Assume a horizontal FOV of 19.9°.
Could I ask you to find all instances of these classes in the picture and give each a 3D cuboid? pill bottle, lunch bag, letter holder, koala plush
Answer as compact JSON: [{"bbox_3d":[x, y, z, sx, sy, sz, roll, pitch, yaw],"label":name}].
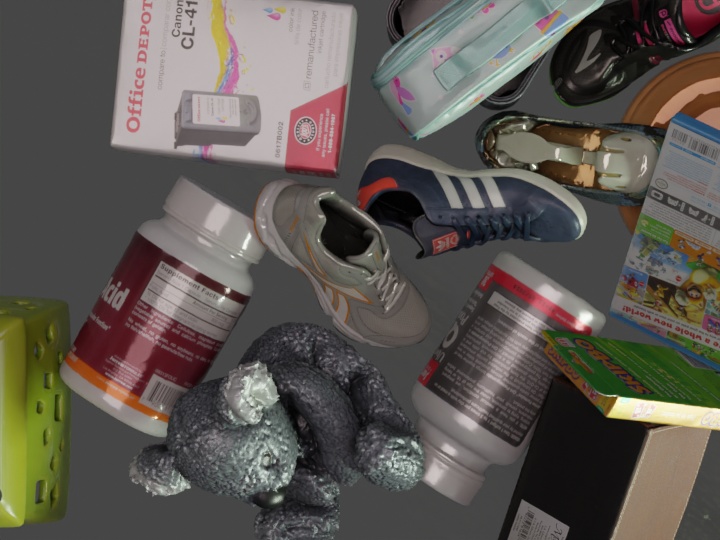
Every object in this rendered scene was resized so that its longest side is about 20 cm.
[{"bbox_3d":[0.112,0.094,1.741,0.110,0.111,0.201,33,92,1],"label":"pill bottle"},{"bbox_3d":[0.101,-0.187,1.619,0.199,0.160,0.077,-38,90,3],"label":"lunch bag"},{"bbox_3d":[0.206,0.198,1.745,0.100,0.142,0.202,26,106,32],"label":"letter holder"},{"bbox_3d":[-0.162,0.029,1.746,0.114,0.114,0.201,30,92,1],"label":"pill bottle"},{"bbox_3d":[-0.086,0.132,1.683,0.177,0.199,0.185,-39,68,33],"label":"koala plush"}]

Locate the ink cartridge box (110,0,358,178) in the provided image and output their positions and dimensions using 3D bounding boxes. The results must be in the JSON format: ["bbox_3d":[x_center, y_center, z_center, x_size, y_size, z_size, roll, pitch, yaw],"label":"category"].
[{"bbox_3d":[-0.107,-0.163,1.756,0.198,0.086,0.149,6,91,0],"label":"ink cartridge box"}]

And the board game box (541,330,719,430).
[{"bbox_3d":[0.239,0.092,1.693,0.199,0.096,0.030,12,114,-39],"label":"board game box"}]

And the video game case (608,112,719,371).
[{"bbox_3d":[0.295,-0.015,1.700,0.142,0.018,0.201,27,126,19],"label":"video game case"}]

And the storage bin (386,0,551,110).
[{"bbox_3d":[0.122,-0.251,1.743,0.135,0.094,0.201,32,91,1],"label":"storage bin"}]

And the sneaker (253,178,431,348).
[{"bbox_3d":[0.000,0.000,1.719,0.200,0.092,0.076,41,67,-30],"label":"sneaker"}]

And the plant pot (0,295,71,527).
[{"bbox_3d":[-0.353,0.122,1.722,0.198,0.181,0.201,1,91,1],"label":"plant pot"}]

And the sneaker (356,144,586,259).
[{"bbox_3d":[0.089,-0.042,1.736,0.198,0.075,0.085,11,51,16],"label":"sneaker"}]

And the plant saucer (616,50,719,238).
[{"bbox_3d":[0.316,-0.089,1.768,0.198,0.037,0.203,0,91,1],"label":"plant saucer"}]

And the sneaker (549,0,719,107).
[{"bbox_3d":[0.247,-0.207,1.744,0.199,0.084,0.077,-31,89,2],"label":"sneaker"}]

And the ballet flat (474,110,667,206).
[{"bbox_3d":[0.189,-0.094,1.733,0.198,0.074,0.075,6,91,17],"label":"ballet flat"}]
